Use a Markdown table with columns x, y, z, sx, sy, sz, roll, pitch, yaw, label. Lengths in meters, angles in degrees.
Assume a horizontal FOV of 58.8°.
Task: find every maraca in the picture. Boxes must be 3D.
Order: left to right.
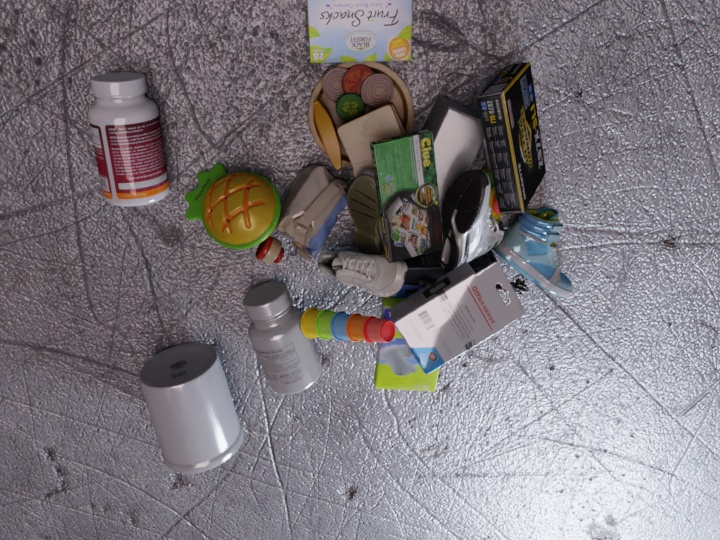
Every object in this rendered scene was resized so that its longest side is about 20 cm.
| x | y | z | sx | sy | sz | roll | pitch | yaw | label |
| --- | --- | --- | --- | --- | --- | --- | --- | --- | --- |
| -0.223 | -0.113 | 1.104 | 0.198 | 0.107 | 0.138 | 27 | 79 | 26 | maraca |

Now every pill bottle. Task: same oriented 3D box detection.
| x | y | z | sx | sy | sz | roll | pitch | yaw | label |
| --- | --- | --- | --- | --- | --- | --- | --- | --- | --- |
| -0.387 | -0.219 | 1.065 | 0.111 | 0.113 | 0.203 | -1 | 117 | -2 | pill bottle |
| -0.155 | 0.130 | 1.245 | 0.113 | 0.115 | 0.202 | -15 | 116 | 5 | pill bottle |

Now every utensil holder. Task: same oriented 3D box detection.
| x | y | z | sx | sy | sz | roll | pitch | yaw | label |
| --- | --- | --- | --- | --- | --- | --- | --- | --- | --- |
| -0.340 | 0.271 | 1.284 | 0.167 | 0.170 | 0.203 | -9 | 114 | 3 | utensil holder |

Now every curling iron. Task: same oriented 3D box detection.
| x | y | z | sx | sy | sz | roll | pitch | yaw | label |
| --- | --- | --- | --- | --- | --- | --- | --- | --- | --- |
| 0.200 | 0.022 | 1.131 | 0.197 | 0.026 | 0.050 | 3 | 153 | 1 | curling iron |

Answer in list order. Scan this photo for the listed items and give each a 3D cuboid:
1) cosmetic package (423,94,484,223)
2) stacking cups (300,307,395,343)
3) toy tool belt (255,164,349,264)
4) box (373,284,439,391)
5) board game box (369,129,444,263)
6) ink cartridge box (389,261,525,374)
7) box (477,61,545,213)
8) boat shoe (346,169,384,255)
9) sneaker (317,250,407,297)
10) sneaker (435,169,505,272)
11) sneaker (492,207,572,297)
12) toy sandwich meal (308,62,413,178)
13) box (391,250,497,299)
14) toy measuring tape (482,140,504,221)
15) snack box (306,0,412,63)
| x | y | z | sx | sy | sz | roll | pitch | yaw | label |
| --- | --- | --- | --- | --- | --- | --- | --- | --- | --- |
| 0.137 | -0.188 | 1.103 | 0.089 | 0.107 | 0.202 | 22 | 116 | -13 | cosmetic package |
| -0.026 | 0.101 | 1.154 | 0.198 | 0.061 | 0.061 | 0 | 127 | 46 | stacking cups |
| -0.086 | -0.079 | 1.136 | 0.122 | 0.125 | 0.201 | 31 | 92 | -23 | toy tool belt |
| 0.093 | 0.126 | 1.170 | 0.120 | 0.048 | 0.203 | 3 | 117 | -4 | box |
| 0.079 | -0.120 | 1.046 | 0.103 | 0.023 | 0.203 | -13 | 113 | -11 | board game box |
| 0.163 | 0.070 | 1.084 | 0.198 | 0.067 | 0.117 | -31 | 107 | 6 | ink cartridge box |
| 0.256 | -0.221 | 1.060 | 0.049 | 0.160 | 0.202 | -1 | 120 | 30 | box |
| 0.025 | -0.108 | 1.129 | 0.074 | 0.068 | 0.201 | 31 | 150 | 21 | boat shoe |
| 0.000 | 0.000 | 1.132 | 0.080 | 0.199 | 0.076 | 18 | 82 | -41 | sneaker |
| 0.200 | -0.095 | 1.088 | 0.114 | 0.076 | 0.202 | -21 | 143 | -30 | sneaker |
| 0.357 | -0.039 | 1.202 | 0.199 | 0.080 | 0.131 | 29 | 103 | -27 | sneaker |
| 0.004 | -0.251 | 1.085 | 0.202 | 0.070 | 0.208 | -1 | 117 | -2 | toy sandwich meal |
| 0.150 | 0.036 | 1.213 | 0.197 | 0.107 | 0.150 | 0 | 117 | -3 | box |
| 0.222 | -0.157 | 1.134 | 0.072 | 0.074 | 0.202 | -13 | 121 | 5 | toy measuring tape |
| -0.002 | -0.434 | 0.997 | 0.166 | 0.068 | 0.203 | -3 | 118 | -2 | snack box |
